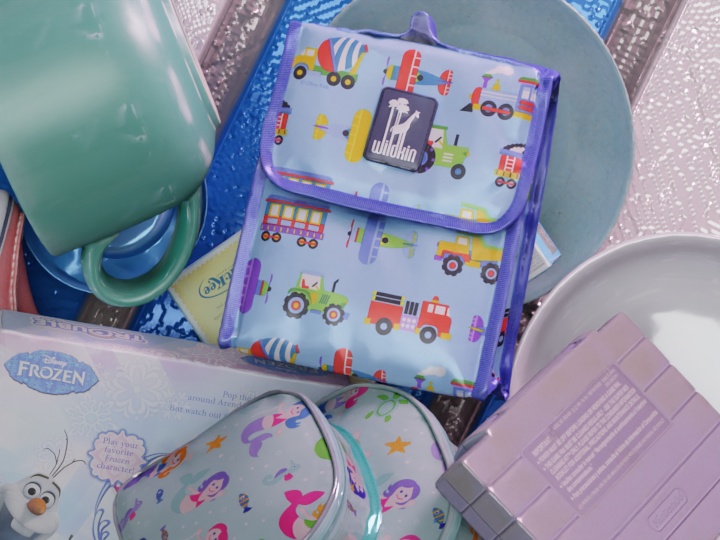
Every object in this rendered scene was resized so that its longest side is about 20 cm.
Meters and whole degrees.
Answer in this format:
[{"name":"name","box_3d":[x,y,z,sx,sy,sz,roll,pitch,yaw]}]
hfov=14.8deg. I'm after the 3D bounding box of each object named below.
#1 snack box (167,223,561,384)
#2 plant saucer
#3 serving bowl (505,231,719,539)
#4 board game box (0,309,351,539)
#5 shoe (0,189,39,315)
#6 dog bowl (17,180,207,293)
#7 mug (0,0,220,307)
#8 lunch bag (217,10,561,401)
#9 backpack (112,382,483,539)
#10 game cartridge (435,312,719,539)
[{"name":"snack box","box_3d":[0.000,0.000,1.576,0.200,0.037,0.116,-34,92,18]},{"name":"plant saucer","box_3d":[0.061,-0.077,1.585,0.201,0.039,0.201,3,102,14]},{"name":"serving bowl","box_3d":[0.183,0.078,1.569,0.200,0.066,0.201,0,90,6]},{"name":"board game box","box_3d":[-0.122,0.135,1.563,0.200,0.043,0.199,10,107,-9]},{"name":"shoe","box_3d":[-0.192,0.054,1.593,0.091,0.071,0.200,9,105,-5]},{"name":"dog bowl","box_3d":[-0.149,-0.085,1.614,0.111,0.050,0.200,-12,88,6]},{"name":"mug","box_3d":[-0.141,-0.090,1.524,0.114,0.185,0.152,-23,54,0]},{"name":"lunch bag","box_3d":[0.021,-0.041,1.508,0.150,0.094,0.200,11,90,11]},{"name":"backpack","box_3d":[-0.025,0.153,1.456,0.200,0.178,0.151,-28,127,6]},{"name":"game cartridge","box_3d":[0.129,0.109,1.453,0.130,0.200,0.038,44,127,8]}]
